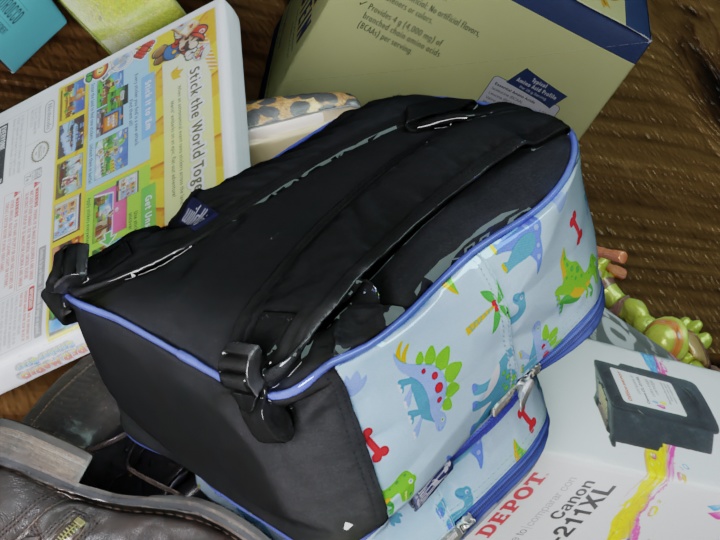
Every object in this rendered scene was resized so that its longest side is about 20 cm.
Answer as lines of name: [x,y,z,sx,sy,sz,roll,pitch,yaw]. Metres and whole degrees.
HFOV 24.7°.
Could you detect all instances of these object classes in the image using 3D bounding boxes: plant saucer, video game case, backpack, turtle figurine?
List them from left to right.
plant saucer: [-0.173,-0.185,1.023,0.200,0.048,0.200,45,-1,12]
video game case: [-0.139,-0.038,0.862,0.023,0.181,0.201,51,22,-41]
backpack: [0.003,0.021,0.703,0.200,0.148,0.182,-38,36,-27]
turtle figurine: [0.213,0.063,1.064,0.199,0.065,0.161,38,3,25]

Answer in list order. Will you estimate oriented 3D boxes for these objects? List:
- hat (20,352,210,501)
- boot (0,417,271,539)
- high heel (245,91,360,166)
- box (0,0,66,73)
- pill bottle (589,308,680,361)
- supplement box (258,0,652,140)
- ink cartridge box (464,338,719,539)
hat: [-0.083,0.124,0.783,0.198,0.081,0.202,1,53,-2]
boot: [-0.124,0.168,0.669,0.198,0.069,0.175,20,63,17]
high heel: [-0.098,-0.093,0.940,0.071,0.198,0.144,50,22,-48]
box: [-0.229,-0.178,0.932,0.082,0.049,0.200,45,-4,6]
pill bottle: [0.091,0.056,0.942,0.199,0.114,0.115,32,34,-29]
supplement box: [0.061,-0.160,1.115,0.198,0.200,0.135,24,38,-14]
ink cartridge box: [0.116,0.116,0.845,0.198,0.146,0.083,14,44,-26]
